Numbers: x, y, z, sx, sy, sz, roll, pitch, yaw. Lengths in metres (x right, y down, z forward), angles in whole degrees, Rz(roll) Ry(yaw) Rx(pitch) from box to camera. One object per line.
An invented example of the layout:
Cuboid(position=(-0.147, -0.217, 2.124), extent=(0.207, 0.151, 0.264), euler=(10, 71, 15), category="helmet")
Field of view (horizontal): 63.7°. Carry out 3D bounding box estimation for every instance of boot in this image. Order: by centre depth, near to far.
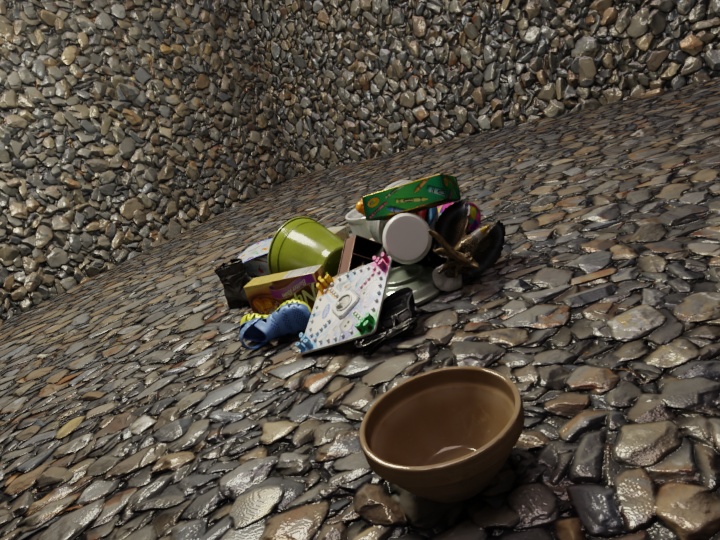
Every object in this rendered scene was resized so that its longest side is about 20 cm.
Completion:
Cuboid(position=(0.170, -0.075, 1.516), extent=(0.166, 0.078, 0.200), euler=(-2, 30, 34), category="boot")
Cuboid(position=(-0.315, 0.028, 1.616), extent=(0.196, 0.134, 0.070), euler=(-12, 17, 21), category="boot")

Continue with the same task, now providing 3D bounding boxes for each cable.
Cuboid(position=(0.118, -0.141, 1.580), extent=(0.199, 0.201, 0.069), euler=(-40, 39, -8), category="cable")

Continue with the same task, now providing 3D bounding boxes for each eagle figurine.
Cuboid(position=(0.233, -0.058, 1.271), extent=(0.148, 0.154, 0.200), euler=(-9, 18, 23), category="eagle figurine")

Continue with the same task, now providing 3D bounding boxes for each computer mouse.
Cuboid(position=(0.054, 0.108, 1.154), extent=(0.139, 0.047, 0.200), euler=(-28, 16, 11), category="computer mouse")

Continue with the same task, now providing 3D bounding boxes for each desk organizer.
Cuboid(position=(0.000, 0.000, 1.331), extent=(0.076, 0.072, 0.202), euler=(-26, 34, 30), category="desk organizer")

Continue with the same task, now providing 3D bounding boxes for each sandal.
Cuboid(position=(-0.195, 0.129, 1.297), extent=(0.197, 0.080, 0.087), euler=(-21, 19, 21), category="sandal")

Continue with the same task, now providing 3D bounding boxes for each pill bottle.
Cuboid(position=(0.108, -0.073, 1.325), extent=(0.112, 0.116, 0.200), euler=(-16, -1, 6), category="pill bottle")

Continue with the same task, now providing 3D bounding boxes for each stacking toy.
Cuboid(position=(0.084, -0.162, 1.457), extent=(0.196, 0.119, 0.110), euler=(-6, -5, -10), category="stacking toy")

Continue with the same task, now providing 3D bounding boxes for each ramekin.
Cuboid(position=(0.059, -0.155, 1.843), extent=(0.197, 0.099, 0.201), euler=(-17, 18, 5), category="ramekin")

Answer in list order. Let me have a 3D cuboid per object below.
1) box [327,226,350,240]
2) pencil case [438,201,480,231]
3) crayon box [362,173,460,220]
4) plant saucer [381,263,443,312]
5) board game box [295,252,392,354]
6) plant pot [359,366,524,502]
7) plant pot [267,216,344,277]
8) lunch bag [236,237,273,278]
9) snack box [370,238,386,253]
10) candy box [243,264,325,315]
Cuboid(position=(-0.110, -0.052, 1.714), extent=(0.077, 0.097, 0.200), euler=(-4, 24, 36), category="box")
Cuboid(position=(0.257, -0.154, 1.667), extent=(0.087, 0.090, 0.199), euler=(-26, 16, -23), category="pencil case")
Cuboid(position=(0.117, -0.165, 1.325), extent=(0.197, 0.059, 0.118), euler=(-13, 0, 27), category="crayon box")
Cuboid(position=(0.100, 0.029, 1.323), extent=(0.196, 0.051, 0.201), euler=(-17, 18, 5), category="plant saucer")
Cuboid(position=(-0.035, 0.065, 1.198), extent=(0.198, 0.026, 0.202), euler=(-20, 37, 34), category="board game box")
Cuboid(position=(0.105, 0.208, 0.700), extent=(0.197, 0.094, 0.201), euler=(-18, 17, 6), category="plant pot")
Cuboid(position=(-0.103, -0.019, 1.483), extent=(0.199, 0.204, 0.191), euler=(-29, 32, -32), category="plant pot")
Cuboid(position=(-0.284, -0.022, 1.761), extent=(0.196, 0.126, 0.170), euler=(-13, 17, -8), category="lunch bag")
Cuboid(position=(0.042, -0.063, 1.682), extent=(0.197, 0.038, 0.116), euler=(-25, 19, -20), category="snack box")
Cuboid(position=(-0.167, 0.065, 1.378), extent=(0.196, 0.119, 0.057), euler=(-10, 19, 24), category="candy box")
